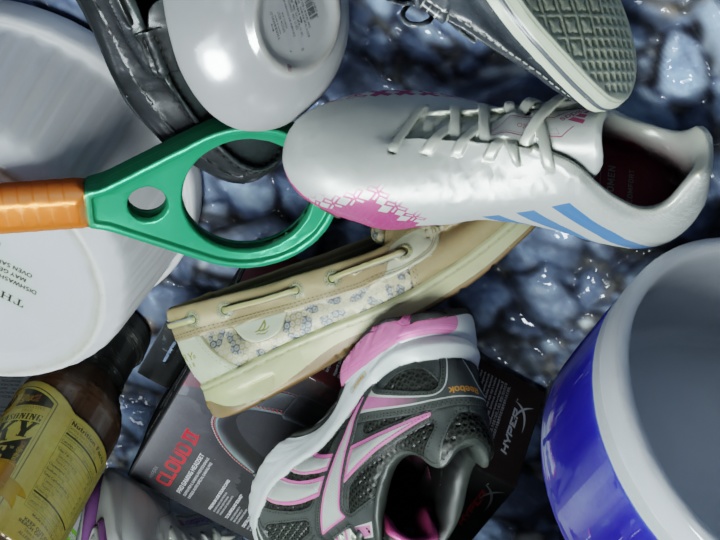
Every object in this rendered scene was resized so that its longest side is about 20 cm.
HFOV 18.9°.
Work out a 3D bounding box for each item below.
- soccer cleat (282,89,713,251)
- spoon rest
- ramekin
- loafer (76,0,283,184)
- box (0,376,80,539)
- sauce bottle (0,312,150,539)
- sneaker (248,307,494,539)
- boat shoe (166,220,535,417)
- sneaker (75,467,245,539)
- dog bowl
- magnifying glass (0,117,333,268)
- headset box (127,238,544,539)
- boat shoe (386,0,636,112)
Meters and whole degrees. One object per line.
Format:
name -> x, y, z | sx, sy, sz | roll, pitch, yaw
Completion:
soccer cleat -> 0.066, -0.057, 0.987 | 0.199, 0.070, 0.086 | 6, 157, -10
spoon rest -> -0.057, -0.159, 0.964 | 0.060, 0.099, 0.201 | 14, 126, 46
ramekin -> -0.189, -0.034, 1.117 | 0.201, 0.094, 0.203 | 10, 133, 11
loafer -> -0.090, -0.123, 1.008 | 0.070, 0.068, 0.201 | -4, 128, 47
box -> -0.224, 0.150, 1.297 | 0.112, 0.102, 0.201 | 2, 132, 20
sauce bottle -> -0.168, 0.098, 1.156 | 0.064, 0.200, 0.065 | 11, 133, 13
sneaker -> 0.005, 0.110, 1.054 | 0.080, 0.087, 0.200 | 0, 140, -24
boat shoe -> 0.000, 0.000, 1.056 | 0.199, 0.073, 0.063 | -30, 93, 3
sneaker -> -0.110, 0.154, 1.230 | 0.099, 0.200, 0.075 | 13, 91, 0
dog bowl -> 0.186, 0.088, 1.006 | 0.199, 0.201, 0.079 | 30, 137, -7
magnifying glass -> -0.110, -0.034, 1.027 | 0.199, 0.022, 0.080 | -5, 125, -5
headset box -> -0.024, 0.085, 1.175 | 0.199, 0.075, 0.149 | 29, 135, -6
boat shoe -> 0.042, -0.140, 0.941 | 0.200, 0.075, 0.062 | 39, 138, -17
